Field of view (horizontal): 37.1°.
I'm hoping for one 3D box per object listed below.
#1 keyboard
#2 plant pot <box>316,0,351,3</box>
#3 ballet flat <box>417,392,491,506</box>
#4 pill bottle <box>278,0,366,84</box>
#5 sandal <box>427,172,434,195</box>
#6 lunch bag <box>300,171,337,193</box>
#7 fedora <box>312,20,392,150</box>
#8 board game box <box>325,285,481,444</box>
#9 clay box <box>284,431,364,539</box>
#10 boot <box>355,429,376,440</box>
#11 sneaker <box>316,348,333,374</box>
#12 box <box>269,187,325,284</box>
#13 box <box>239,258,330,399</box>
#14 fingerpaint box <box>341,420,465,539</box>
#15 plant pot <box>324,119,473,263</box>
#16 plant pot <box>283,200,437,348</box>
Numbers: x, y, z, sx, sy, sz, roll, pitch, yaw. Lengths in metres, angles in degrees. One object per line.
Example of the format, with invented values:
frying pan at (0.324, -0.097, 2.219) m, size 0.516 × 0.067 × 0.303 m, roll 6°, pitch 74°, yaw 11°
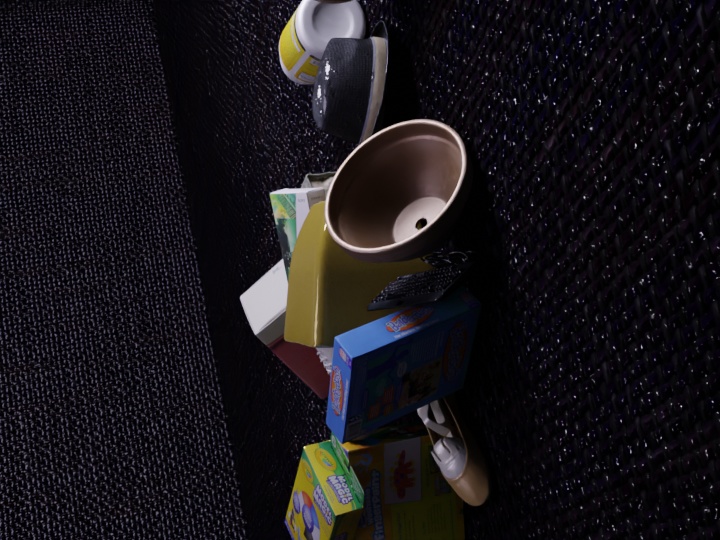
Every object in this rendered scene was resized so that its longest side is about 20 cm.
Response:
keyboard at (0.078, 0.005, 1.346) m, size 0.040 × 0.103 × 0.199 m, roll 59°, pitch 154°, yaw -10°
plant pot at (-0.022, -0.489, 1.409) m, size 0.183 × 0.197 × 0.204 m, roll -37°, pitch 61°, yaw 58°
ballet flat at (0.111, 0.220, 1.413) m, size 0.069 × 0.062 × 0.202 m, roll -49°, pitch 41°, yaw 26°
pill bottle at (-0.068, -0.363, 1.704) m, size 0.200 × 0.110 × 0.115 m, roll 161°, pitch 101°, yaw -73°
sandal at (0.045, -0.148, 1.489) m, size 0.212 × 0.068 × 0.079 m, roll -131°, pitch 37°, yaw -62°
lunch bag at (-0.037, -0.038, 1.743) m, size 0.203 × 0.116 × 0.164 m, roll 69°, pitch 156°, yaw 16°
fedora at (-0.017, -0.261, 1.530) m, size 0.200 × 0.090 × 0.205 m, roll -172°, pitch 90°, yaw -78°
board game box at (0.053, 0.118, 1.348) m, size 0.045 × 0.197 × 0.154 m, roll 46°, pitch 143°, yaw 37°
clay box at (-0.050, 0.324, 1.462) m, size 0.116 × 0.047 × 0.202 m, roll 58°, pitch 147°, yaw 39°
boot at (0.043, 0.143, 1.483) m, size 0.073 × 0.200 × 0.096 m, roll 31°, pitch 135°, yaw 10°
sneaker at (-0.030, 0.135, 1.647) m, size 0.072 × 0.198 × 0.073 m, roll -60°, pitch 5°, yaw -9°
box at (-0.081, -0.026, 1.661) m, size 0.144 × 0.036 × 0.204 m, roll 6°, pitch 107°, yaw 63°
box at (-0.098, 0.101, 1.849) m, size 0.200 × 0.109 × 0.128 m, roll 47°, pitch -174°, yaw -34°
fingerpaint box at (0.055, 0.323, 1.492) m, size 0.073 × 0.164 × 0.204 m, roll -158°, pitch 61°, yaw -70°
plant pot at (0.061, -0.082, 1.346) m, size 0.093 × 0.199 × 0.202 m, roll 48°, pitch -168°, yaw -43°
plant pot at (0.000, 0.000, 1.521) m, size 0.195 × 0.190 × 0.205 m, roll 175°, pitch 94°, yaw -73°
